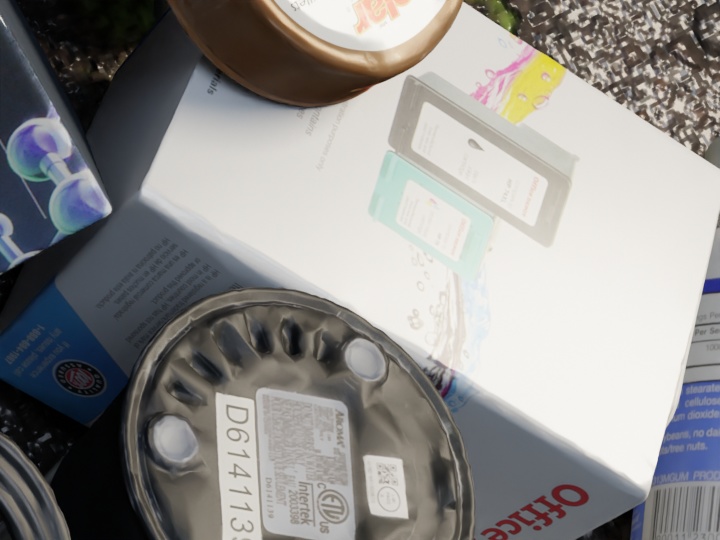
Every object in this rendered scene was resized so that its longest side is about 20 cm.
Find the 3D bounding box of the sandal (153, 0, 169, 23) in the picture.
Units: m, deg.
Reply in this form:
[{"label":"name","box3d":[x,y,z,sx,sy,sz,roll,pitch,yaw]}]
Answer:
[{"label":"sandal","box3d":[-0.082,-0.161,0.802,0.054,0.200,0.082,10,68,12]}]

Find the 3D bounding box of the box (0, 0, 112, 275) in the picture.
[{"label":"box","box3d":[-0.200,-0.046,0.686,0.199,0.107,0.149,-30,115,-2]}]

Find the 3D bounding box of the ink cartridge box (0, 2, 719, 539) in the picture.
[{"label":"ink cartridge box","box3d":[0.000,0.000,0.797,0.199,0.147,0.147,31,54,-15]}]

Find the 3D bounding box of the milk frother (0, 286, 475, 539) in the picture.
[{"label":"milk frother","box3d":[-0.100,0.104,0.691,0.199,0.188,0.181,27,51,-16]}]

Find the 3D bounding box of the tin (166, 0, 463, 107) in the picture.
[{"label":"tin","box3d":[-0.036,-0.148,0.704,0.112,0.042,0.201,-36,103,-35]}]

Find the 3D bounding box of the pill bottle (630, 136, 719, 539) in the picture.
[{"label":"pill bottle","box3d":[0.169,0.049,0.896,0.112,0.112,0.201,16,70,-20]}]
